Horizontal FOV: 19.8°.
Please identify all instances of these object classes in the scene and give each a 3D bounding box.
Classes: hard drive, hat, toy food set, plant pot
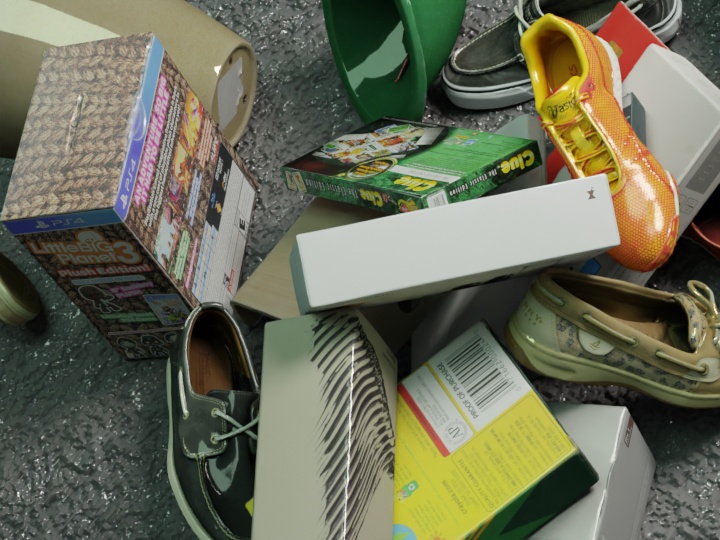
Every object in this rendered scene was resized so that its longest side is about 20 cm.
[{"bbox_3d":[0.085,0.002,1.482,0.132,0.026,0.202,-33,46,43],"label":"hard drive"},{"bbox_3d":[0.077,-0.216,1.645,0.175,0.166,0.202,-17,84,-23],"label":"hat"},{"bbox_3d":[0.000,0.000,1.526,0.144,0.060,0.199,-50,30,-14],"label":"toy food set"},{"bbox_3d":[-0.193,-0.163,1.699,0.198,0.188,0.188,15,64,18],"label":"plant pot"}]

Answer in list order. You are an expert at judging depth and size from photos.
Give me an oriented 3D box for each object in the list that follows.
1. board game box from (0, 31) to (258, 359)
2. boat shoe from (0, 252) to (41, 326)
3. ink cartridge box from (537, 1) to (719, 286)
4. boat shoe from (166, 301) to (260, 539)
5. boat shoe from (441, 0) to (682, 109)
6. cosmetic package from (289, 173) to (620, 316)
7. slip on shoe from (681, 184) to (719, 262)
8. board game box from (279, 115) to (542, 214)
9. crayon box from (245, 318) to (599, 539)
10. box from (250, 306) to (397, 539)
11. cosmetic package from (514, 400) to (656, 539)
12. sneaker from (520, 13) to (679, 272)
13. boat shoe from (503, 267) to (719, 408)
[{"bbox_3d":[-0.170,-0.053,1.578,0.096,0.200,0.161,-6,54,22],"label":"board game box"},{"bbox_3d":[-0.332,0.001,1.710,0.065,0.072,0.200,-50,48,-2],"label":"boat shoe"},{"bbox_3d":[0.165,-0.074,1.476,0.201,0.045,0.176,-56,46,18],"label":"ink cartridge box"},{"bbox_3d":[-0.101,0.116,1.496,0.071,0.068,0.201,4,52,-24],"label":"boat shoe"},{"bbox_3d":[0.147,-0.190,1.601,0.199,0.071,0.073,-21,51,17],"label":"boat shoe"},{"bbox_3d":[0.056,-0.013,1.338,0.198,0.151,0.052,-11,84,-4],"label":"cosmetic package"},{"bbox_3d":[0.246,-0.051,1.463,0.074,0.061,0.200,-41,48,-3],"label":"slip on shoe"},{"bbox_3d":[0.033,-0.076,1.499,0.104,0.024,0.200,-24,20,-25],"label":"board game box"},{"bbox_3d":[0.037,0.141,1.330,0.199,0.051,0.127,-37,52,2],"label":"crayon box"},{"bbox_3d":[-0.022,0.130,1.284,0.068,0.082,0.202,-11,59,20],"label":"box"},{"bbox_3d":[0.088,0.147,1.387,0.198,0.090,0.108,6,61,26],"label":"cosmetic package"},{"bbox_3d":[0.155,-0.084,1.402,0.073,0.077,0.201,-40,56,28],"label":"sneaker"},{"bbox_3d":[0.193,0.042,1.354,0.198,0.063,0.074,6,38,-25],"label":"boat shoe"}]
